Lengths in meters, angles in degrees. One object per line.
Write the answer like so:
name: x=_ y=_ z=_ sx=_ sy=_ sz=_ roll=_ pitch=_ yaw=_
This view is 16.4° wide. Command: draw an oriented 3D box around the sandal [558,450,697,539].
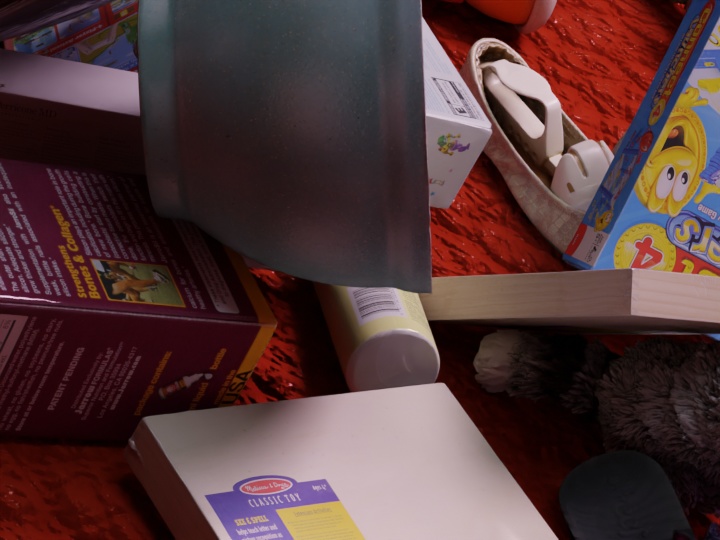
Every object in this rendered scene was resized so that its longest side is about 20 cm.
sandal: x=0.150 y=0.156 z=1.231 sx=0.075 sy=0.048 sz=0.201 roll=-25 pitch=43 yaw=-7

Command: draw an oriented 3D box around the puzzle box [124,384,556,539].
puzzle box: x=-0.002 y=0.117 z=1.193 sx=0.199 sy=0.025 sz=0.133 roll=-3 pitch=47 yaw=-42

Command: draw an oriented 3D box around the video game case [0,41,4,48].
video game case: x=-0.181 y=-0.179 z=1.499 sx=0.199 sy=0.026 sz=0.181 roll=16 pitch=33 yaw=-23

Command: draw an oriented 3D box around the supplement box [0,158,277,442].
supplement box: x=-0.156 y=0.013 z=1.180 sx=0.199 sy=0.086 sz=0.110 roll=5 pitch=38 yaw=-35

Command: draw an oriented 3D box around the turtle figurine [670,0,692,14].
turtle figurine: x=0.306 y=-0.208 z=1.827 sx=0.194 sy=0.200 sz=0.144 roll=52 pitch=4 yaw=40

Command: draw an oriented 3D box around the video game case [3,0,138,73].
video game case: x=-0.134 y=-0.160 z=1.375 sx=0.017 sy=0.143 sz=0.200 roll=56 pitch=12 yaw=-46

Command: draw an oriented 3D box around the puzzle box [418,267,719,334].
puzzle box: x=0.132 y=0.018 z=1.343 sx=0.133 sy=0.026 sz=0.200 roll=5 pitch=-4 yaw=-34

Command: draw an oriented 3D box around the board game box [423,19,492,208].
board game box: x=-0.043 y=-0.117 z=1.435 sx=0.199 sy=0.064 sz=0.148 roll=10 pitch=34 yaw=-33

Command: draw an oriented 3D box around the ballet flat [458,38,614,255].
ballet flat: x=0.120 y=-0.069 z=1.542 sx=0.067 sy=0.062 sz=0.200 roll=-22 pitch=54 yaw=-30

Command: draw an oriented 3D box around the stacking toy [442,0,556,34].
stacking toy: x=0.039 y=-0.241 z=1.699 sx=0.199 sy=0.147 sz=0.146 roll=4 pitch=36 yaw=-7

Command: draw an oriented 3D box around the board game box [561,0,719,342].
board game box: x=0.252 y=-0.047 z=1.473 sx=0.199 sy=0.196 sz=0.056 roll=26 pitch=2 yaw=-15

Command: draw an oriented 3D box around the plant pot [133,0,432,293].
plant pot: x=-0.035 y=-0.087 z=1.183 sx=0.134 sy=0.201 sz=0.201 roll=-2 pitch=34 yaw=2

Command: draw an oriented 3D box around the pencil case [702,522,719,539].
pencil case: x=0.241 y=0.201 z=1.231 sx=0.084 sy=0.086 sz=0.200 roll=9 pitch=37 yaw=-27

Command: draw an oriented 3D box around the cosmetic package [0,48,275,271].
cosmetic package: x=-0.101 y=-0.055 z=1.297 sx=0.199 sy=0.083 sz=0.051 roll=10 pitch=34 yaw=-13

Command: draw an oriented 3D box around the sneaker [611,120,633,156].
sneaker: x=0.232 y=-0.062 z=1.590 sx=0.088 sy=0.082 sz=0.200 roll=39 pitch=12 yaw=35

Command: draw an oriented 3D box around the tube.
tube: x=0.000 y=0.000 z=1.369 sx=0.058 sy=0.052 sz=0.200 roll=58 pitch=8 yaw=-34

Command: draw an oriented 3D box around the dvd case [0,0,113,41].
dvd case: x=-0.141 y=-0.139 z=1.231 sx=0.200 sy=0.148 sz=0.016 roll=-30 pitch=98 yaw=-55

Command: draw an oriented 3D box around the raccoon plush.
raccoon plush: x=0.157 y=0.071 z=1.301 sx=0.199 sy=0.134 sz=0.097 roll=4 pitch=76 yaw=2
